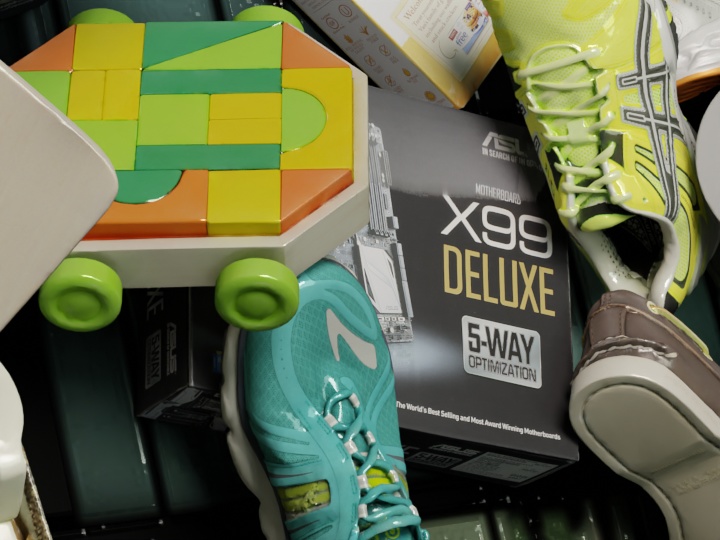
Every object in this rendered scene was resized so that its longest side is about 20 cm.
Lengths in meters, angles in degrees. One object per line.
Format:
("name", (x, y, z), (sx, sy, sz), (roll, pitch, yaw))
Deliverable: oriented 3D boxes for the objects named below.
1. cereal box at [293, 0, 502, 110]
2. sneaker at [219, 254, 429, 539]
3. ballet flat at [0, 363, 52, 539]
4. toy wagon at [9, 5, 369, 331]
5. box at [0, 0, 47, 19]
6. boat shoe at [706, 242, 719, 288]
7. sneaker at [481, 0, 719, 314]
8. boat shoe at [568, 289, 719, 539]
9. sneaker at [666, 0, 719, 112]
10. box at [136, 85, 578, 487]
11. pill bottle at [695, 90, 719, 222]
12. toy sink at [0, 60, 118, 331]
("cereal box", (0.003, -0.183, 1.330), (0.200, 0.039, 0.144), (45, 56, -12))
("sneaker", (-0.001, 0.089, 1.154), (0.077, 0.080, 0.201), (-18, 107, -24))
("ballet flat", (-0.146, 0.092, 1.098), (0.068, 0.075, 0.201), (-10, 78, -38))
("toy wagon", (-0.096, -0.045, 1.141), (0.199, 0.040, 0.156), (0, 47, 0))
("box", (-0.166, -0.213, 1.125), (0.117, 0.200, 0.197), (-24, 86, -38))
("boat shoe", (0.224, 0.021, 1.383), (0.068, 0.075, 0.201), (-20, 84, -32))
("sneaker", (0.109, -0.064, 1.260), (0.200, 0.075, 0.077), (58, 30, -29))
("boat shoe", (0.158, 0.087, 1.299), (0.200, 0.072, 0.060), (47, 34, -35))
("sneaker", (0.197, -0.151, 1.435), (0.200, 0.076, 0.092), (-25, 83, -40))
("box", (0.000, 0.000, 1.251), (0.199, 0.050, 0.159), (13, 65, -30))
("pill bottle", (0.231, -0.068, 1.318), (0.200, 0.112, 0.113), (-23, 86, -57))
("toy sink", (-0.196, -0.012, 1.024), (0.130, 0.112, 0.200), (40, 97, -15))
